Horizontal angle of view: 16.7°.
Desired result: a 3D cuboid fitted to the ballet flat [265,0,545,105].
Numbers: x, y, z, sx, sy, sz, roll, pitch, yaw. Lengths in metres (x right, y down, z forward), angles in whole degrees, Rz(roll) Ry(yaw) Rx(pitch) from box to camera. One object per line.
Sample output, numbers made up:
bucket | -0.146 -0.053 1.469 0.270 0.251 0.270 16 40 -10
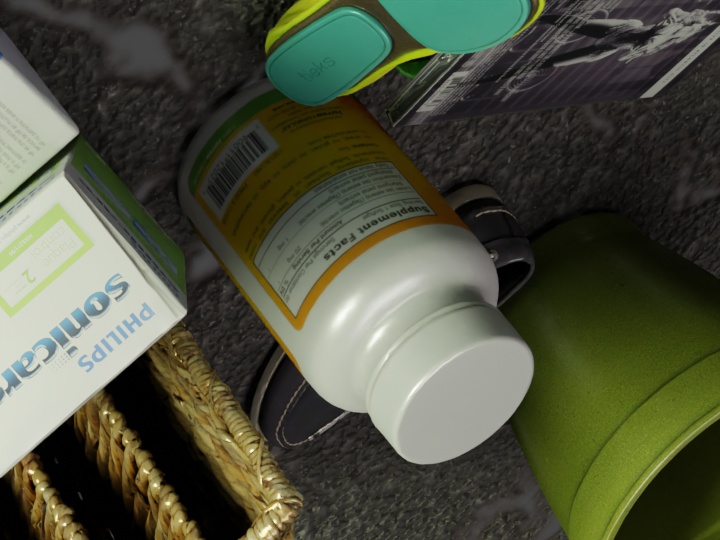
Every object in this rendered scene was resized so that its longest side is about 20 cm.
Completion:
ballet flat | 0.024 -0.133 1.166 0.067 0.200 0.067 44 58 -19

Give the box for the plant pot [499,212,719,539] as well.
plant pot | 0.169 0.073 1.481 0.200 0.193 0.201 -24 142 -21

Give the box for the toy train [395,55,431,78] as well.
toy train | 0.089 -0.141 1.292 0.199 0.057 0.042 -12 152 -34

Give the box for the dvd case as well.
dvd case | 0.127 -0.126 1.261 0.199 0.016 0.149 -9 156 -38

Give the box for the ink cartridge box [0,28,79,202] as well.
ink cartridge box | -0.246 -0.050 1.063 0.200 0.084 0.145 -41 145 1

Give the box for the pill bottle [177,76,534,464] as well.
pill bottle | 0.000 0.000 1.241 0.111 0.200 0.111 -24 142 -20

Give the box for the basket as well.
basket | -0.134 0.119 1.252 0.142 0.200 0.149 -21 144 -21

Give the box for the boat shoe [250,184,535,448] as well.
boat shoe | 0.019 0.038 1.419 0.200 0.063 0.073 -44 145 7

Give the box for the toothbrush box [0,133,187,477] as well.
toothbrush box | -0.159 0.021 1.126 0.145 0.200 0.086 -40 100 2
